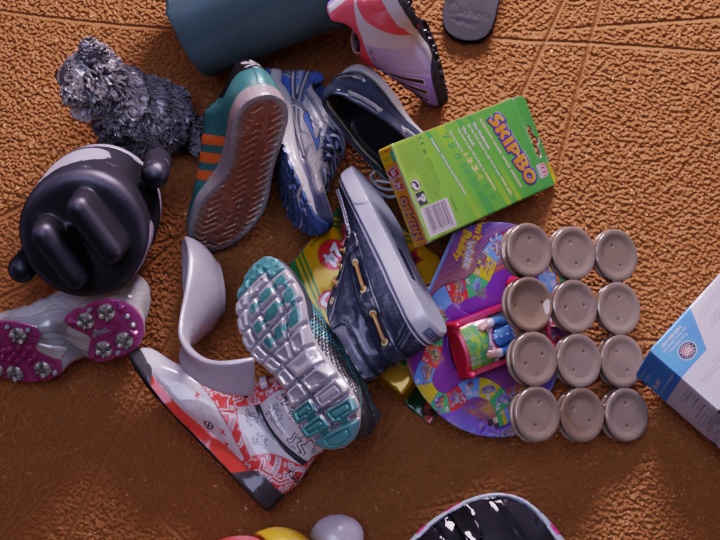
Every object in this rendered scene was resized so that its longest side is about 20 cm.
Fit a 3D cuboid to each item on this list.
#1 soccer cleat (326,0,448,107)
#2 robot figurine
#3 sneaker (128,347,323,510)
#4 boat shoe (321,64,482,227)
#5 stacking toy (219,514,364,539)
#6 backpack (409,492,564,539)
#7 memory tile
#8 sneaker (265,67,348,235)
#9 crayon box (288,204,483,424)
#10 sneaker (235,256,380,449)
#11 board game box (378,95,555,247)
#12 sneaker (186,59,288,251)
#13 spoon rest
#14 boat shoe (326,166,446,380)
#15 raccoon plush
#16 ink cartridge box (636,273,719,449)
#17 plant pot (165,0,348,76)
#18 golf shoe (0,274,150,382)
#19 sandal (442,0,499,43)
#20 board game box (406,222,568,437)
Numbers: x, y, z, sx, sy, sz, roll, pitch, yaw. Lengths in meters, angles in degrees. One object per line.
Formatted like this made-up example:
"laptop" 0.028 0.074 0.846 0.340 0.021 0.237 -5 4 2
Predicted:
"soccer cleat" 0.031 -0.216 1.497 0.072 0.200 0.069 -21 60 11
"robot figurine" -0.254 -0.051 1.468 0.148 0.200 0.127 4 106 -1
"sneaker" -0.119 0.121 1.477 0.108 0.067 0.201 -44 79 -9
"boat shoe" 0.041 -0.110 1.497 0.201 0.075 0.062 51 40 -9
"stacking toy" -0.080 0.285 1.412 0.198 0.146 0.147 -25 73 -20
"backpack" 0.120 0.302 1.361 0.177 0.151 0.201 -35 81 -8
"memory tile" 0.198 0.059 1.446 0.151 0.017 0.203 2 82 -27
"sneaker" -0.045 -0.125 1.522 0.084 0.077 0.202 -9 58 -11
"crayon box" 0.029 0.034 1.496 0.199 0.051 0.127 38 80 13
"sneaker" -0.046 0.079 1.443 0.077 0.091 0.202 -35 68 19
"board game box" 0.106 -0.098 1.478 0.199 0.030 0.097 -24 93 -39
"sneaker" -0.123 -0.111 1.505 0.071 0.201 0.080 7 39 -26
"spoon rest" -0.149 0.044 1.451 0.060 0.100 0.201 -6 33 -17
"boat shoe" 0.000 0.000 1.443 0.090 0.071 0.202 -33 58 15
"raccoon plush" -0.202 -0.172 1.524 0.197 0.134 0.098 -1 71 9
"ink cartridge box" 0.368 0.114 1.427 0.200 0.068 0.116 42 70 15
"plant pot" -0.099 -0.300 1.539 0.194 0.200 0.202 -25 73 6
"golf shoe" -0.290 0.053 1.515 0.197 0.076 0.092 -11 29 18
"sandal" 0.126 -0.332 1.595 0.074 0.045 0.203 8 75 7
"board game box" 0.134 0.053 1.451 0.157 0.039 0.202 29 77 -17
